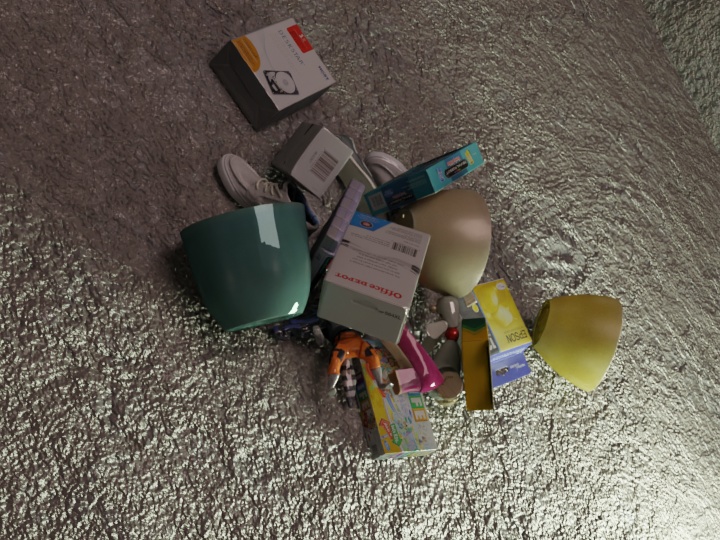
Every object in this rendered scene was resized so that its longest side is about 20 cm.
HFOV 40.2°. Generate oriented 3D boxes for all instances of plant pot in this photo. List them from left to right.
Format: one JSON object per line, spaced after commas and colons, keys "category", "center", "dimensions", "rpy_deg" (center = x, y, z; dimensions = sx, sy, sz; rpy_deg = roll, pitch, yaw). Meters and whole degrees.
{"category": "plant pot", "center": [-0.164, 0.002, 1.505], "dimensions": [0.198, 0.198, 0.165], "rpy_deg": [-7, 82, -47]}
{"category": "plant pot", "center": [0.132, -0.059, 1.811], "dimensions": [0.132, 0.201, 0.204], "rpy_deg": [9, 57, -24]}
{"category": "plant pot", "center": [0.439, 0.133, 2.050], "dimensions": [0.139, 0.202, 0.202], "rpy_deg": [18, 47, -3]}

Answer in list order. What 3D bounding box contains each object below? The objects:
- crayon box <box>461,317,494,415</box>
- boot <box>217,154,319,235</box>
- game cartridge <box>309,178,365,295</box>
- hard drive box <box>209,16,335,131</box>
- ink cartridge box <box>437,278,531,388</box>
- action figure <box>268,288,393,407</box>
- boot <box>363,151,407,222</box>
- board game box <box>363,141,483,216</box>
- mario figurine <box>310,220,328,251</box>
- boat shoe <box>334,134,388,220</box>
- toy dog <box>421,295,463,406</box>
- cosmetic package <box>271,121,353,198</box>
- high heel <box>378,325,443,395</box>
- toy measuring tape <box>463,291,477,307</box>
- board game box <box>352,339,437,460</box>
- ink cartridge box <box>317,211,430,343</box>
{"category": "crayon box", "center": [0.210, 0.170, 1.768], "dimensions": [0.200, 0.050, 0.129], "rpy_deg": [-62, 148, -79]}
{"category": "boot", "center": [-0.150, -0.132, 1.664], "dimensions": [0.201, 0.095, 0.074], "rpy_deg": [49, 40, -8]}
{"category": "game cartridge", "center": [-0.054, -0.043, 1.590], "dimensions": [0.038, 0.201, 0.131], "rpy_deg": [24, 55, -8]}
{"category": "hard drive box", "center": [-0.162, -0.370, 1.839], "dimensions": [0.157, 0.076, 0.200], "rpy_deg": [54, 39, -3]}
{"category": "ink cartridge box", "center": [0.263, 0.125, 1.966], "dimensions": [0.196, 0.047, 0.203], "rpy_deg": [-11, 70, -49]}
{"category": "action figure", "center": [-0.054, 0.122, 1.631], "dimensions": [0.196, 0.105, 0.196], "rpy_deg": [-10, 58, -15]}
{"category": "boot", "center": [0.075, -0.138, 1.925], "dimensions": [0.200, 0.073, 0.096], "rpy_deg": [43, 34, -17]}
{"category": "board game box", "center": [0.120, -0.170, 1.828], "dimensions": [0.199, 0.149, 0.048], "rpy_deg": [-33, 101, -50]}
{"category": "mario figurine", "center": [0.000, 0.000, 1.776], "dimensions": [0.199, 0.124, 0.106], "rpy_deg": [36, 0, -11]}
{"category": "boat shoe", "center": [0.003, -0.176, 1.881], "dimensions": [0.061, 0.073, 0.202], "rpy_deg": [-25, 78, -46]}
{"category": "toy dog", "center": [0.134, 0.153, 1.781], "dimensions": [0.094, 0.133, 0.203], "rpy_deg": [1, 50, -1]}
{"category": "cosmetic package", "center": [-0.087, -0.195, 1.699], "dimensions": [0.074, 0.102, 0.200], "rpy_deg": [38, -1, -19]}
{"category": "high heel", "center": [0.082, 0.111, 1.702], "dimensions": [0.094, 0.067, 0.204], "rpy_deg": [-8, 73, -27]}
{"category": "toy measuring tape", "center": [0.184, -0.008, 1.926], "dimensions": [0.073, 0.074, 0.201], "rpy_deg": [33, 22, -25]}
{"category": "board game box", "center": [0.052, 0.219, 1.694], "dimensions": [0.133, 0.034, 0.204], "rpy_deg": [5, 61, -44]}
{"category": "ink cartridge box", "center": [0.023, 0.007, 1.616], "dimensions": [0.143, 0.085, 0.202], "rpy_deg": [18, 40, 3]}
